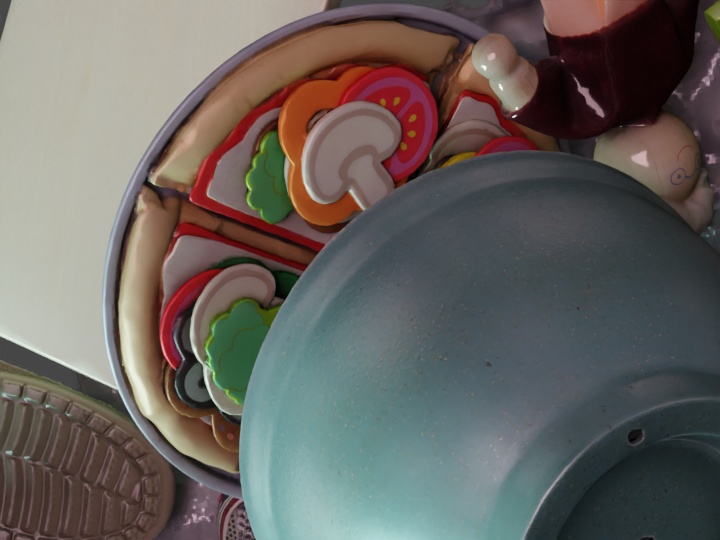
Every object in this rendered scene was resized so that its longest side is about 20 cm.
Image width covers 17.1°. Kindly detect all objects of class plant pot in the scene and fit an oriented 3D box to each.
[{"bbox_3d":[0.075,0.074,0.827,0.134,0.200,0.201,41,111,58],"label":"plant pot"}]

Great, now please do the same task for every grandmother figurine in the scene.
[{"bbox_3d":[0.088,-0.094,0.875,0.061,0.121,0.200,26,140,54],"label":"grandmother figurine"}]

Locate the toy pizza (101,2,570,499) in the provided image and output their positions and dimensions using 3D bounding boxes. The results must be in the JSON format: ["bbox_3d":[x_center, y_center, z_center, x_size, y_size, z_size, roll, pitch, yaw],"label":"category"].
[{"bbox_3d":[0.000,0.000,0.890,0.032,0.200,0.201,38,109,54],"label":"toy pizza"}]

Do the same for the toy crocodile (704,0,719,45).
[{"bbox_3d":[0.175,-0.019,0.860,0.067,0.062,0.200,-25,59,22],"label":"toy crocodile"}]

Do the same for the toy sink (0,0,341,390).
[{"bbox_3d":[-0.065,-0.060,0.950,0.130,0.112,0.201,22,105,20],"label":"toy sink"}]

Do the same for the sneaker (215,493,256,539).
[{"bbox_3d":[-0.002,0.169,0.951,0.081,0.075,0.200,-30,80,21],"label":"sneaker"}]

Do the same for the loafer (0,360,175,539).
[{"bbox_3d":[-0.172,0.068,1.024,0.199,0.068,0.076,15,100,5],"label":"loafer"}]
